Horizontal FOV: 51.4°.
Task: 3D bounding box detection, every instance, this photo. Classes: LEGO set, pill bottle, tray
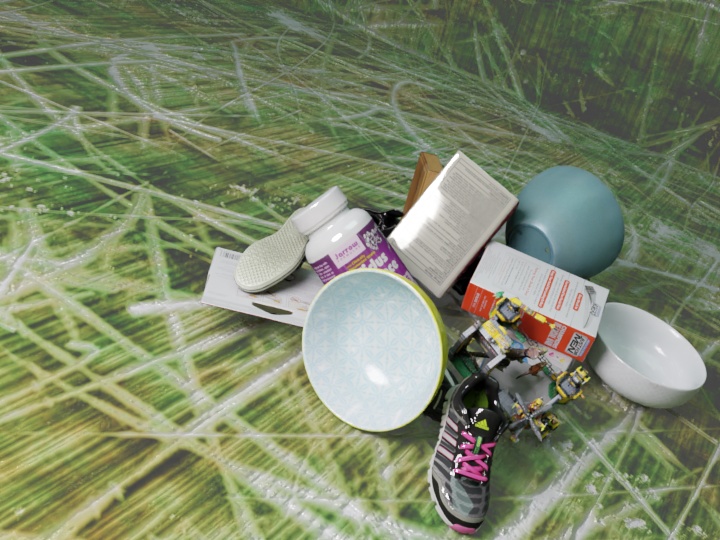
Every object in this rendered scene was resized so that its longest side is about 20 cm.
[{"bbox_3d":[0.214,0.120,0.994,0.152,0.116,0.202,-25,72,-17],"label":"LEGO set"},{"bbox_3d":[-0.009,-0.015,1.068,0.201,0.112,0.112,54,26,-10],"label":"pill bottle"},{"bbox_3d":[0.101,-0.102,1.355,0.036,0.202,0.099,12,27,-10],"label":"tray"}]

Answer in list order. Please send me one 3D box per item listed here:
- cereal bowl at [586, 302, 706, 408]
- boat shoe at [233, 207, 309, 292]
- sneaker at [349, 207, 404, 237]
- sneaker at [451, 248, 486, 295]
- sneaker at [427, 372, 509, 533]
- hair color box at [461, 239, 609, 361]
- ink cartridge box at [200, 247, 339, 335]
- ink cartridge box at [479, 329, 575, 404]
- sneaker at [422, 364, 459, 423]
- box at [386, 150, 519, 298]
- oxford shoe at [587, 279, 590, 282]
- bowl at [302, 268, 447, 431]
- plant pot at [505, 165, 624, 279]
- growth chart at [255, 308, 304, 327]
[{"bbox_3d":[0.442,0.146,1.197,0.197,0.084,0.201,17,33,-11],"label":"cereal bowl"},{"bbox_3d":[-0.116,-0.021,1.102,0.074,0.063,0.200,28,42,11],"label":"boat shoe"},{"bbox_3d":[0.002,-0.084,1.330,0.197,0.061,0.104,5,-5,31],"label":"sneaker"},{"bbox_3d":[0.165,-0.001,1.308,0.070,0.079,0.199,37,-17,-37],"label":"sneaker"},{"bbox_3d":[0.131,0.203,0.880,0.073,0.088,0.202,19,47,-6],"label":"sneaker"},{"bbox_3d":[0.267,0.044,1.143,0.198,0.064,0.111,24,46,12],"label":"hair color box"},{"bbox_3d":[-0.127,0.042,1.083,0.197,0.044,0.174,14,27,-9],"label":"ink cartridge box"},{"bbox_3d":[0.274,0.127,1.167,0.114,0.069,0.200,27,29,19],"label":"ink cartridge box"},{"bbox_3d":[0.098,0.135,1.050,0.078,0.075,0.200,7,28,-31],"label":"sneaker"},{"bbox_3d":[0.145,-0.070,1.211,0.128,0.201,0.109,40,4,9],"label":"box"},{"bbox_3d":[0.401,0.046,1.388,0.070,0.075,0.201,7,29,-20],"label":"oxford shoe"},{"bbox_3d":[0.033,0.095,0.968,0.199,0.202,0.107,28,16,22],"label":"bowl"},{"bbox_3d":[0.322,-0.059,1.261,0.199,0.202,0.134,34,45,31],"label":"plant pot"},{"bbox_3d":[-0.059,0.059,1.164,0.197,0.018,0.145,15,26,-5],"label":"growth chart"}]
